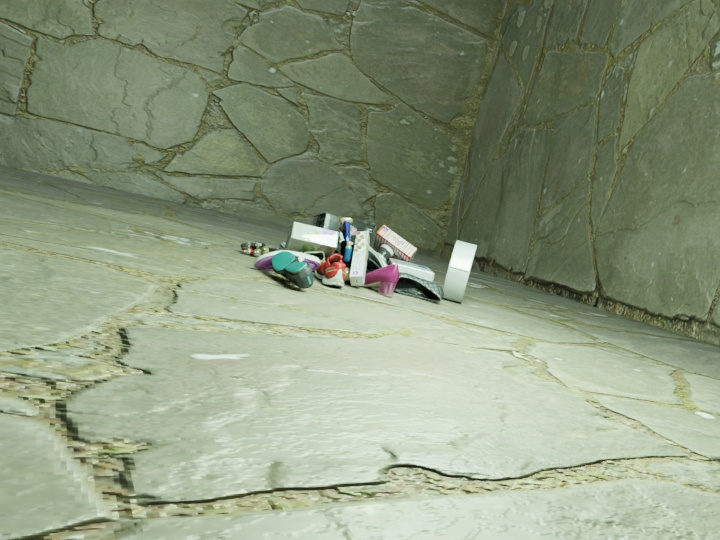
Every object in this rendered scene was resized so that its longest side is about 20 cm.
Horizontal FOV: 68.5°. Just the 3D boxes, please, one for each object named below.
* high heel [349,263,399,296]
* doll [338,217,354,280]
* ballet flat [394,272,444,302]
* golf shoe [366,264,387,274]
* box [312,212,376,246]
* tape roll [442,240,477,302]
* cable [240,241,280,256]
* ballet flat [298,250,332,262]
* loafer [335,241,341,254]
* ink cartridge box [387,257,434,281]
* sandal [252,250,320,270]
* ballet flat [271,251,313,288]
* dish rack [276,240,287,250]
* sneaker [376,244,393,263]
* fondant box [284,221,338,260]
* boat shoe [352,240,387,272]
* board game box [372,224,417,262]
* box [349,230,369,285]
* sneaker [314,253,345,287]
[{"bbox_3d":[0.034,0.007,1.558,0.067,0.096,0.200,9,8,-38],"label":"high heel"},{"bbox_3d":[-0.041,-0.056,1.600,0.048,0.200,0.137,0,-33,-3],"label":"doll"},{"bbox_3d":[0.157,0.049,1.609,0.200,0.067,0.057,12,22,4],"label":"ballet flat"},{"bbox_3d":[0.000,0.000,1.707,0.200,0.073,0.092,9,12,35],"label":"golf shoe"},{"bbox_3d":[-0.069,-0.125,1.936,0.200,0.124,0.149,14,-4,-21],"label":"box"},{"bbox_3d":[0.330,0.003,1.764,0.071,0.203,0.202,16,6,12],"label":"tape roll"},{"bbox_3d":[-0.322,-0.058,1.720,0.097,0.050,0.200,-2,-9,10],"label":"cable"},{"bbox_3d":[-0.108,-0.022,1.641,0.200,0.072,0.072,13,6,-13],"label":"ballet flat"},{"bbox_3d":[-0.067,-0.068,1.820,0.072,0.063,0.200,10,-24,39],"label":"loafer"},{"bbox_3d":[0.160,0.020,1.778,0.144,0.084,0.200,13,7,-1],"label":"ink cartridge box"},{"bbox_3d":[-0.191,-0.014,1.437,0.202,0.082,0.050,1,56,-37],"label":"sandal"},{"bbox_3d":[-0.166,0.004,1.307,0.073,0.073,0.200,10,6,-29],"label":"ballet flat"},{"bbox_3d":[-0.207,-0.071,1.984,0.200,0.044,0.172,13,5,-18],"label":"dish rack"},{"bbox_3d":[0.049,-0.016,1.939,0.073,0.112,0.200,41,-23,9],"label":"sneaker"},{"bbox_3d":[-0.162,-0.078,1.692,0.144,0.058,0.200,12,-20,-12],"label":"fondant box"},{"bbox_3d":[0.029,-0.030,1.632,0.200,0.062,0.075,45,-8,43],"label":"boat shoe"},{"bbox_3d":[0.120,-0.064,1.948,0.151,0.046,0.200,37,-23,12],"label":"board game box"},{"bbox_3d":[-0.001,-0.039,1.567,0.039,0.041,0.200,-2,43,10],"label":"box"},{"bbox_3d":[-0.075,-0.007,1.491,0.077,0.085,0.200,13,6,-18],"label":"sneaker"}]
